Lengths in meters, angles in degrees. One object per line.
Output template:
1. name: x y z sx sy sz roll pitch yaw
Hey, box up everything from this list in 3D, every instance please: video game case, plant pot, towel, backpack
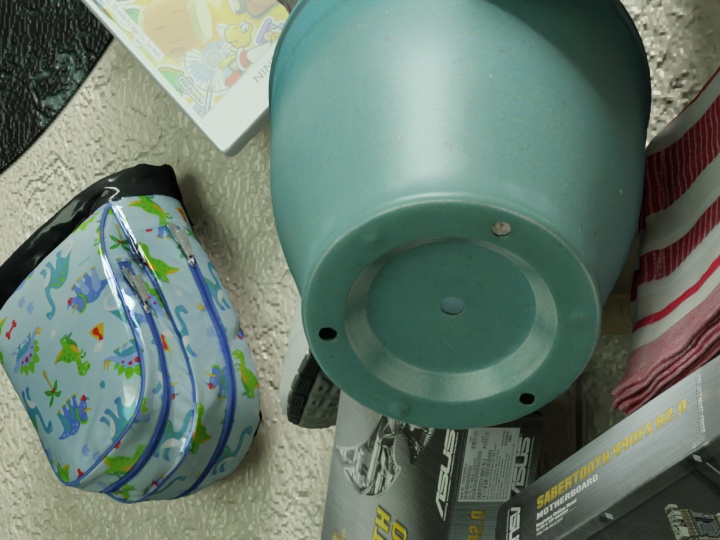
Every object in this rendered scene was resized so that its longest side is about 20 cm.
1. video game case: -0.085 -0.203 1.053 0.182 0.023 0.200 -45 81 14
2. plant pot: 0.044 -0.032 0.832 0.200 0.200 0.188 -41 24 31
3. towel: 0.169 -0.040 0.801 0.144 0.023 0.200 -54 14 43
4. backpack: -0.149 0.054 1.099 0.163 0.154 0.200 -39 77 24

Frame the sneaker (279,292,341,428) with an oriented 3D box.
1. sneaker: 0.000 0.000 1.021 0.087 0.074 0.200 42 113 52

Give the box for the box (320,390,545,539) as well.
1. box: 0.030 0.150 0.940 0.158 0.048 0.200 -150 66 -63

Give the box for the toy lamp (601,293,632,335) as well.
1. toy lamp: 0.138 0.023 0.903 0.200 0.058 0.058 -11 81 38

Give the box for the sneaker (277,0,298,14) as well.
1. sneaker: -0.003 -0.160 0.973 0.200 0.088 0.081 41 104 14

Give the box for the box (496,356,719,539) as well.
1. box: 0.185 0.137 0.771 0.158 0.200 0.048 -41 22 31
